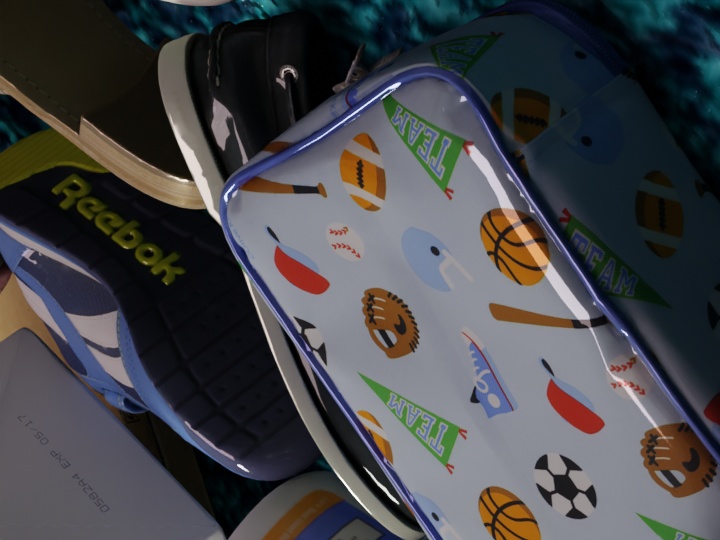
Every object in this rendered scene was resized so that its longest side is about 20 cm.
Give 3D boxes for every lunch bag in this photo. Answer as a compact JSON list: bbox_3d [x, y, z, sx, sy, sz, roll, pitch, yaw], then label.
[{"bbox_3d":[0.049,0.016,0.911,0.160,0.076,0.200,-29,95,50],"label":"lunch bag"}]

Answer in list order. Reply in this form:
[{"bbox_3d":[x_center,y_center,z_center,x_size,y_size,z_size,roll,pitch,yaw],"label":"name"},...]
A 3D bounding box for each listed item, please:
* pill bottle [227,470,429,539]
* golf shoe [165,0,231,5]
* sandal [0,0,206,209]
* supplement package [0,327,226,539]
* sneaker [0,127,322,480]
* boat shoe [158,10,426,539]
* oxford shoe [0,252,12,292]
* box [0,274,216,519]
[{"bbox_3d":[0.038,0.168,1.071,0.200,0.112,0.112,30,145,24],"label":"pill bottle"},{"bbox_3d":[-0.113,-0.128,1.019,0.200,0.088,0.077,26,140,41],"label":"golf shoe"},{"bbox_3d":[-0.130,-0.086,1.103,0.212,0.078,0.070,41,148,13],"label":"sandal"},{"bbox_3d":[-0.134,0.166,1.213,0.152,0.151,0.200,42,160,39],"label":"supplement package"},{"bbox_3d":[-0.076,0.023,1.149,0.200,0.074,0.082,44,154,34],"label":"sneaker"},{"bbox_3d":[0.000,-0.001,1.008,0.066,0.075,0.200,-22,97,19],"label":"boat shoe"},{"bbox_3d":[-0.216,-0.026,1.256,0.200,0.071,0.074,56,129,48],"label":"oxford shoe"},{"bbox_3d":[-0.133,0.061,1.329,0.163,0.021,0.200,25,141,44],"label":"box"}]
